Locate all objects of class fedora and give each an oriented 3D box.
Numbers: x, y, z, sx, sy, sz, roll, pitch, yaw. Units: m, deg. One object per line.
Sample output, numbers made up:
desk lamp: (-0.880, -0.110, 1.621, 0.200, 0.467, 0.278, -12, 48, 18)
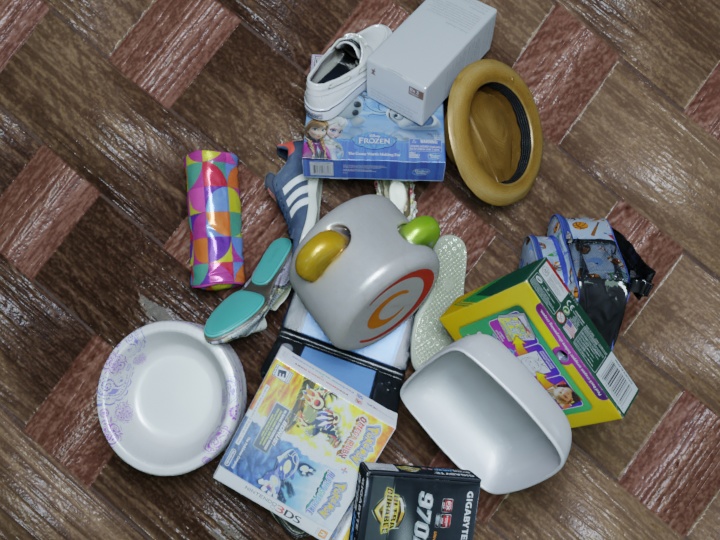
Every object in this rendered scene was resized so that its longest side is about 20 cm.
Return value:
fedora: (0.177, -0.192, 1.044, 0.196, 0.081, 0.207, 1, 89, -33)

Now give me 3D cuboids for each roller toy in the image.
roller toy: (0.000, 0.000, 0.970, 0.197, 0.184, 0.140, -27, 63, -27)

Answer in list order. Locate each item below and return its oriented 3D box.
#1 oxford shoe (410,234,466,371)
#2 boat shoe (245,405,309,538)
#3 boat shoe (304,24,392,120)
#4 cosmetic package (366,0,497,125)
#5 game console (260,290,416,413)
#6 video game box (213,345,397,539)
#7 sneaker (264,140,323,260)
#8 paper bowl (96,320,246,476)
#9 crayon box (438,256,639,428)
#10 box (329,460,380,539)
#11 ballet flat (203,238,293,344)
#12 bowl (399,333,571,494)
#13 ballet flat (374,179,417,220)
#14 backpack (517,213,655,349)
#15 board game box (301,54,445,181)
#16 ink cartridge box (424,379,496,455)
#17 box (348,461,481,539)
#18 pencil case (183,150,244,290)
oxford shoe: (0.111, 0.051, 1.047, 0.073, 0.058, 0.206, 13, 78, -13)
boat shoe: (-0.116, 0.286, 1.035, 0.072, 0.060, 0.205, -18, 86, -1)
boat shoe: (-0.014, -0.295, 1.018, 0.071, 0.066, 0.200, 32, 61, 20)
cosmetic package: (0.101, -0.306, 1.026, 0.100, 0.075, 0.201, 31, 63, 19)
game console: (-0.020, 0.097, 1.025, 0.195, 0.171, 0.121, 18, 113, 2)
video game box: (-0.074, 0.232, 0.961, 0.179, 0.047, 0.203, 28, 107, -4)
sneaker: (-0.099, -0.095, 1.044, 0.082, 0.075, 0.205, 3, 64, 0)
paper bowl: (-0.255, 0.174, 1.018, 0.195, 0.104, 0.207, 0, 84, 4)
crayon box: (0.218, 0.103, 0.916, 0.058, 0.172, 0.202, -40, 96, -35)
box: (0.010, 0.380, 1.004, 0.111, 0.101, 0.203, 30, 87, -3)
ballet flat: (-0.140, 0.043, 1.020, 0.071, 0.072, 0.202, 34, 55, 2)
bowl: (0.164, 0.175, 0.926, 0.200, 0.200, 0.074, 47, 56, 5)
ballet flat: (0.050, -0.149, 1.065, 0.073, 0.064, 0.206, -11, 85, 0)
backpack: (0.286, 0.024, 0.989, 0.150, 0.193, 0.203, 12, 130, 3)
board game box: (0.020, -0.221, 1.037, 0.194, 0.044, 0.203, 2, 57, 0)
ink cartridge box: (0.186, 0.141, 1.041, 0.115, 0.068, 0.202, 33, 87, 2)
box: (0.062, 0.354, 0.930, 0.155, 0.046, 0.206, 8, 92, -14)
pencil case: (-0.210, -0.073, 1.053, 0.086, 0.088, 0.206, -4, 84, 0)
